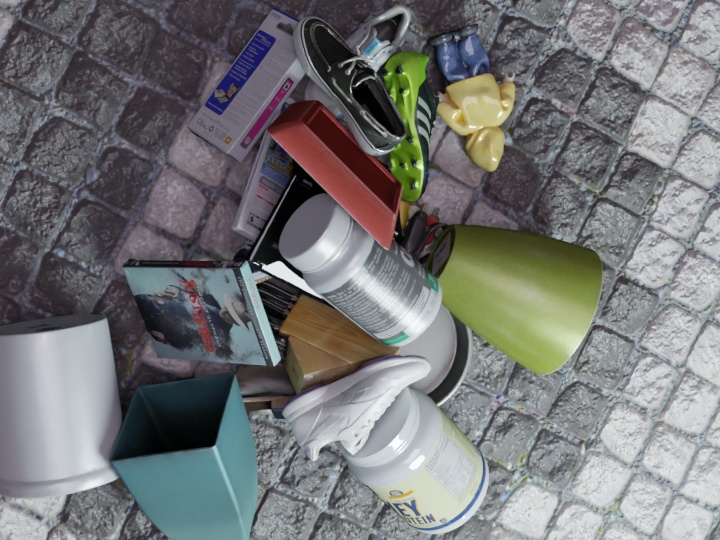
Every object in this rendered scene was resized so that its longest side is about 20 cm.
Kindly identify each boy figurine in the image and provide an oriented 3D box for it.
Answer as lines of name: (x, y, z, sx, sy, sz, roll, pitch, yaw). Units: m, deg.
boy figurine: (0.162, -0.238, 1.475, 0.124, 0.064, 0.201, -22, 101, -9)

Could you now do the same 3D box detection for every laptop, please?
laptop: (-0.047, -0.075, 1.403, 0.187, 0.116, 0.201, 28, 94, -31)

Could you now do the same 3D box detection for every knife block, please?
knife block: (-0.065, 0.076, 1.431, 0.199, 0.064, 0.176, -13, 58, -20)

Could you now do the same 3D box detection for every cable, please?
cable: (0.061, -0.013, 1.473, 0.097, 0.050, 0.201, 29, 78, -24)

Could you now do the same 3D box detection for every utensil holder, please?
utensil holder: (-0.388, 0.167, 1.351, 0.169, 0.170, 0.202, -6, 96, -11)

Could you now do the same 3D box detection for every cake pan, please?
cake pan: (0.059, 0.106, 1.503, 0.199, 0.037, 0.202, -1, 96, -12)

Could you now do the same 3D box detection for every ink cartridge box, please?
ink cartridge box: (-0.137, -0.245, 1.398, 0.201, 0.095, 0.037, -55, 143, 0)

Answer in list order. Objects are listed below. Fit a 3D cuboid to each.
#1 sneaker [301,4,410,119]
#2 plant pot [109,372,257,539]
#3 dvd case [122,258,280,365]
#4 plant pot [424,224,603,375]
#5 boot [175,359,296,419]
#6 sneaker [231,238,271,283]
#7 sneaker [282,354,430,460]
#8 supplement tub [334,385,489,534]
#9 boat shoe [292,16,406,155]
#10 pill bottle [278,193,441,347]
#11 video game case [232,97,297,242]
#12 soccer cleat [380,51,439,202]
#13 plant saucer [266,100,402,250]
sneaker: (-0.004, -0.282, 1.409, 0.075, 0.087, 0.200, 39, 77, -9)
plant pot: (-0.210, 0.264, 1.389, 0.140, 0.142, 0.201, -10, 122, 12)
dvd case: (-0.206, 0.053, 1.366, 0.199, 0.022, 0.147, 1, 120, 31)
plant pot: (0.192, 0.019, 1.444, 0.199, 0.187, 0.188, 23, 91, -13)
boot: (-0.157, 0.145, 1.460, 0.198, 0.075, 0.098, 9, 69, -3)
sneaker: (-0.129, -0.045, 1.408, 0.199, 0.070, 0.109, -25, 96, -34)
sneaker: (0.005, 0.175, 1.358, 0.199, 0.075, 0.100, -25, 75, 4)
supplement tub: (0.069, 0.250, 1.437, 0.145, 0.145, 0.200, -46, 125, -4)
boat shoe: (-0.008, -0.241, 1.337, 0.071, 0.064, 0.201, -38, 94, -30)
pill bottle: (0.000, 0.000, 1.319, 0.200, 0.113, 0.113, 39, 87, -32)
video game case: (-0.079, -0.112, 1.402, 0.143, 0.018, 0.201, 30, 65, -30)
soccer cleat: (0.075, -0.195, 1.436, 0.081, 0.067, 0.202, -20, 111, -43)
plant saucer: (-0.018, -0.131, 1.312, 0.037, 0.200, 0.200, -42, 99, 16)
